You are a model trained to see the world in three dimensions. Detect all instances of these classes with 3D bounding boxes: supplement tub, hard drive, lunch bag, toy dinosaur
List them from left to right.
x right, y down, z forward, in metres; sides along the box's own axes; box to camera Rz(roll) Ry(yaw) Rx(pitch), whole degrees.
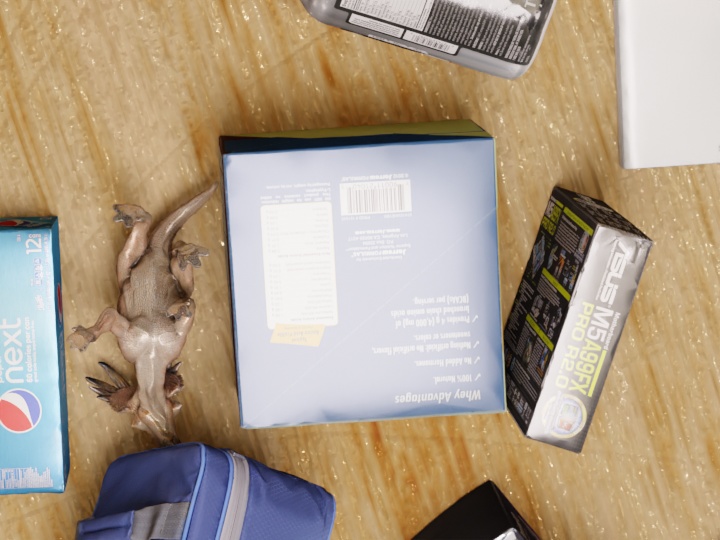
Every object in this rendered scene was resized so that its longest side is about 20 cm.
[{"bbox_3d":[-0.156,0.031,1.706,0.085,0.136,0.201,11,68,4],"label":"toy dinosaur"},{"bbox_3d":[-0.128,0.200,1.651,0.132,0.200,0.136,26,66,-26],"label":"lunch bag"},{"bbox_3d":[0.040,-0.222,1.661,0.199,0.123,0.123,17,98,-6],"label":"supplement tub"},{"bbox_3d":[0.258,-0.181,1.731,0.131,0.027,0.201,-4,100,-3],"label":"hard drive"}]

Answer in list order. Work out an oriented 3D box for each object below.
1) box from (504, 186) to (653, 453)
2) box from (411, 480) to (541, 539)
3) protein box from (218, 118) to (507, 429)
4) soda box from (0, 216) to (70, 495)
[{"bbox_3d":[0.150,0.032,1.672,0.044,0.200,0.161,18,97,-7],"label":"box"},{"bbox_3d":[0.127,0.278,1.738,0.104,0.148,0.200,-39,100,3],"label":"box"},{"bbox_3d":[0.000,0.000,1.688,0.197,0.135,0.201,-4,100,-4],"label":"protein box"},{"bbox_3d":[-0.255,0.063,1.715,0.064,0.068,0.201,-1,100,-3],"label":"soda box"}]
